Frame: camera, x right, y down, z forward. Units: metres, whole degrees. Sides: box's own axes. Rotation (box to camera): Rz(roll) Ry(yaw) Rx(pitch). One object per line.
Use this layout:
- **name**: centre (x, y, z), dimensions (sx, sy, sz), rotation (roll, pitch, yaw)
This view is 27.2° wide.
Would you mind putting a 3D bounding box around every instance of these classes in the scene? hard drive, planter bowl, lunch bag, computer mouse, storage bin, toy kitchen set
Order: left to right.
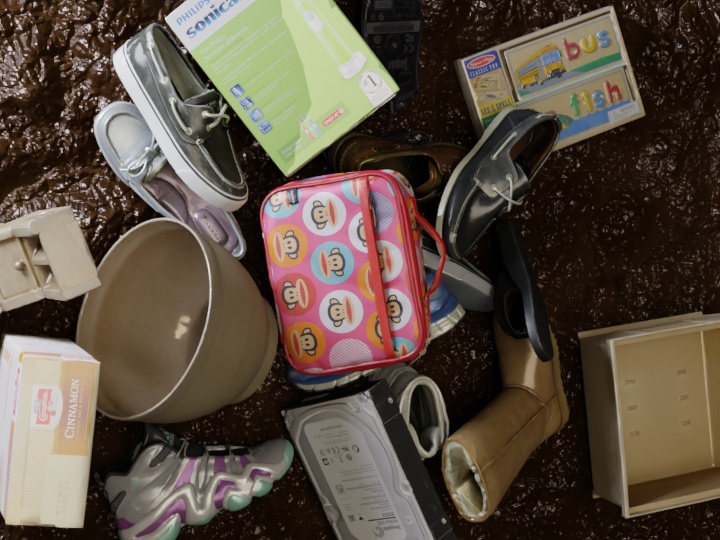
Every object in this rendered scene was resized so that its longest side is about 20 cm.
- **toy kitchen set**: centre (-0.379, -0.025, 1.390), dimensions (0.200, 0.180, 0.163), rotation (-24, 100, -20)
- **planter bowl**: centre (-0.168, 0.063, 1.478), dimensions (0.135, 0.200, 0.201), rotation (22, 86, -44)
- **lunch bag**: centre (0.000, 0.000, 1.493), dimensions (0.176, 0.082, 0.200), rotation (-9, 94, 13)
- **computer mouse**: centre (0.000, -0.208, 1.583), dimensions (0.140, 0.046, 0.200), rotation (-12, 109, -22)
- **hard drive**: centre (0.009, 0.219, 1.557), dimensions (0.038, 0.140, 0.200), rotation (-32, 101, -45)
- **storage bin**: centre (0.360, 0.158, 1.703), dimensions (0.198, 0.094, 0.200), rotation (-8, 96, -18)

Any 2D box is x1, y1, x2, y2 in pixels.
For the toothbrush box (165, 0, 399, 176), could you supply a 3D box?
- **toothbrush box**: centre (-0.078, -0.215, 1.502), dimensions (0.146, 0.086, 0.200), rotation (-38, 95, 0)

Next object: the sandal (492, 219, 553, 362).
- **sandal**: centre (0.167, 0.029, 1.595), dimensions (0.048, 0.201, 0.075), rotation (-23, 130, 11)

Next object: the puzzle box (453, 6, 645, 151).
- **puzzle box**: centre (0.213, -0.204, 1.665), dimensions (0.200, 0.025, 0.133), rotation (-22, 100, -16)

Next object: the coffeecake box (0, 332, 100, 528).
- **coffeecake box**: centre (-0.305, 0.147, 1.417), dimensions (0.073, 0.200, 0.154), rotation (6, 92, -19)

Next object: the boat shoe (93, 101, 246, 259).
- **boat shoe**: centre (-0.189, -0.089, 1.513), dimensions (0.074, 0.065, 0.202), rotation (-41, 104, -13)

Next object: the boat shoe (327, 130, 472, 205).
- **boat shoe**: centre (0.064, -0.099, 1.582), dimensions (0.200, 0.068, 0.072), rotation (3, 108, -29)

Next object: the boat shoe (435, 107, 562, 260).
- **boat shoe**: centre (0.144, -0.093, 1.571), dimensions (0.200, 0.068, 0.072), rotation (-55, 137, -23)

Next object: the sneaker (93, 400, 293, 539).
- **sneaker**: centre (-0.176, 0.188, 1.529), dimensions (0.200, 0.078, 0.140), rotation (-29, 103, -15)

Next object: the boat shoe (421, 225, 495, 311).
- **boat shoe**: centre (0.069, -0.024, 1.605), dimensions (0.199, 0.074, 0.068), rotation (26, 65, -9)

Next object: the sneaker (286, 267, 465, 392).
- **sneaker**: centre (0.007, 0.062, 1.575), dimensions (0.200, 0.079, 0.089), rotation (-30, 86, 6)

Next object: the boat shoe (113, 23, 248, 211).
- **boat shoe**: centre (-0.168, -0.151, 1.481), dimensions (0.064, 0.071, 0.200), rotation (-32, 96, 31)

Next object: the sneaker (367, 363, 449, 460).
- **sneaker**: centre (0.041, 0.202, 1.585), dimensions (0.074, 0.116, 0.200), rotation (1, 95, -21)

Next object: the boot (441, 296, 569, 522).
- **boot**: centre (0.148, 0.143, 1.591), dimensions (0.200, 0.066, 0.175), rotation (-36, 107, -48)
